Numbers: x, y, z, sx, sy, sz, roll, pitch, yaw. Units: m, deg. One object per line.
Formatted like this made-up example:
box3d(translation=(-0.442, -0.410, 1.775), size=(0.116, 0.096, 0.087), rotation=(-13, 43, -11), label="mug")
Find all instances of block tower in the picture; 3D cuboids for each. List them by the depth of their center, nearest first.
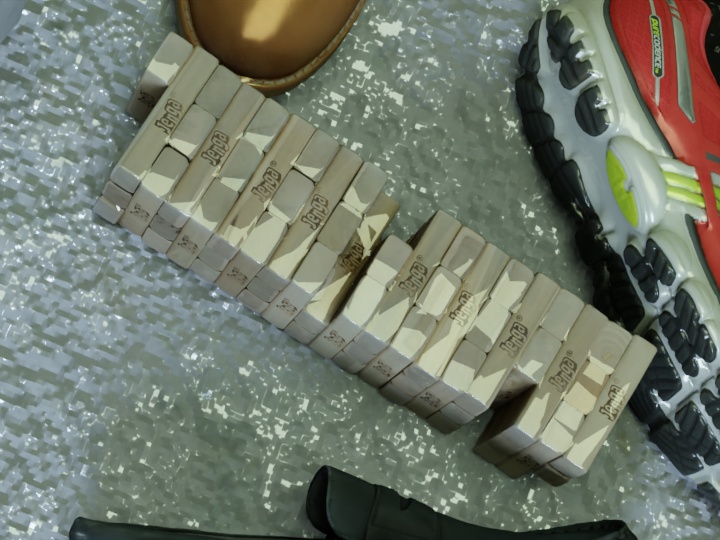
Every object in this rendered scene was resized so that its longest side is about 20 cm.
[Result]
box3d(translation=(0.000, 0.000, 0.972), size=(0.200, 0.054, 0.058), rotation=(34, 71, -4), label="block tower")

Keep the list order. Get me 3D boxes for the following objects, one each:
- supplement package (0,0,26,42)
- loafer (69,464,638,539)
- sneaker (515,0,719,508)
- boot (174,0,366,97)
box3d(translation=(-0.216, -0.115, 0.907), size=(0.200, 0.120, 0.121), rotation=(38, 72, -4), label="supplement package")
box3d(translation=(0.000, 0.100, 0.941), size=(0.199, 0.068, 0.071), rotation=(-7, 88, -13), label="loafer")
box3d(translation=(0.128, -0.012, 0.999), size=(0.085, 0.077, 0.201), rotation=(-16, 82, -23), label="sneaker")
box3d(translation=(0.007, -0.164, 0.958), size=(0.077, 0.155, 0.200), rotation=(33, 71, -6), label="boot")
